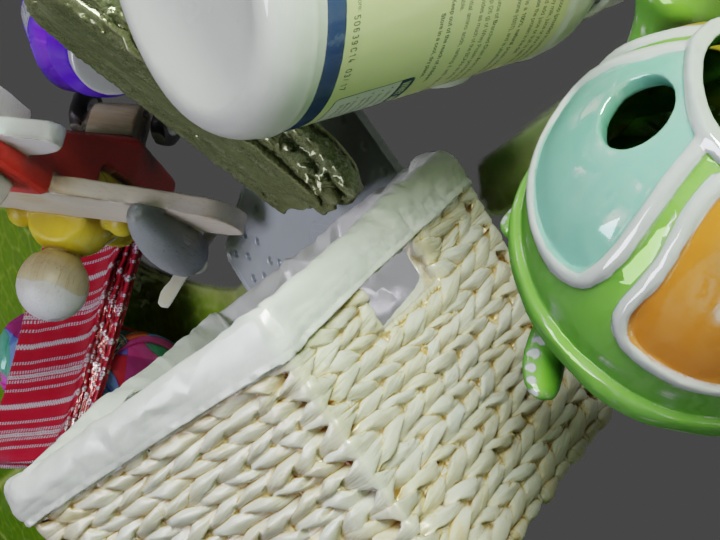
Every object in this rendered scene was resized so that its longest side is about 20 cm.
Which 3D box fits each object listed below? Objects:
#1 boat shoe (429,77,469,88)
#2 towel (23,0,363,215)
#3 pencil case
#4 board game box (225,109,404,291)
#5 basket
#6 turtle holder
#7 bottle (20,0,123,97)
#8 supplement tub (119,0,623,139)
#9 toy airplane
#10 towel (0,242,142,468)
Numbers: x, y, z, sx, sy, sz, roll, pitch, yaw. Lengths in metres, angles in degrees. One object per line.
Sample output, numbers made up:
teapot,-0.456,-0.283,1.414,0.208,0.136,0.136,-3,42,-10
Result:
boat shoe,0.007,-0.181,0.954,0.201,0.070,0.064,65,152,16
towel,-0.084,-0.094,1.016,0.200,0.037,0.148,37,172,-7
pencil case,-0.190,0.075,1.430,0.200,0.088,0.089,8,113,61
board game box,0.000,0.000,1.118,0.200,0.026,0.200,56,148,26
basket,-0.016,0.080,0.953,0.200,0.198,0.161,-36,94,37
turtle holder,0.138,-0.034,0.768,0.140,0.186,0.132,29,140,7
bottle,-0.153,-0.141,1.186,0.200,0.083,0.066,-128,18,-72
supplement tub,0.012,-0.145,0.830,0.145,0.199,0.146,37,136,46
toy airplane,-0.185,-0.039,1.215,0.200,0.198,0.142,-161,76,-67
towel,-0.200,0.035,1.373,0.144,0.022,0.201,-9,64,56
